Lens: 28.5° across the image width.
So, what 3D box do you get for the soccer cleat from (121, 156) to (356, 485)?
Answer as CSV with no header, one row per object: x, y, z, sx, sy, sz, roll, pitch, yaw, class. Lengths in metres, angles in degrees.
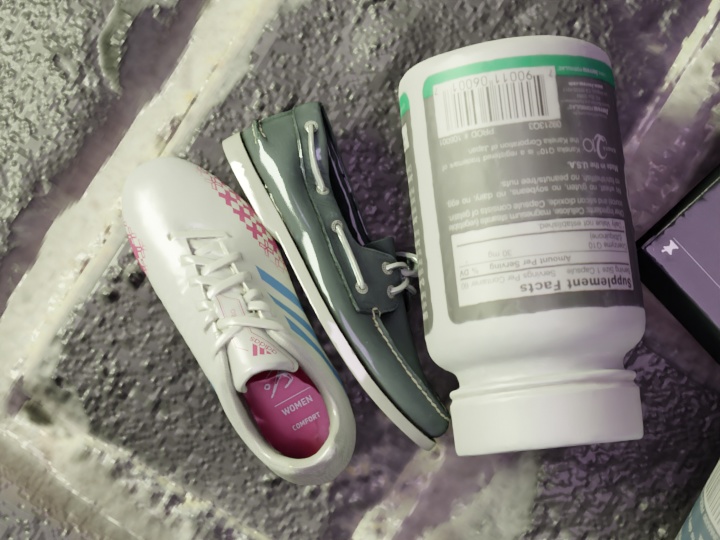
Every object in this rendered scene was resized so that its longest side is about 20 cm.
-0.062,0.022,0.746,0.070,0.086,0.200,-32,86,-1,soccer cleat

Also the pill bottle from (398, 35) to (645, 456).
0.084,-0.009,0.727,0.113,0.113,0.200,-6,83,1,pill bottle

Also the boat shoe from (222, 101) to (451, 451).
0.000,0.000,0.755,0.062,0.073,0.200,-32,81,3,boat shoe

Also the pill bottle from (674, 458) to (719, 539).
0.199,0.167,0.680,0.120,0.120,0.200,22,117,3,pill bottle

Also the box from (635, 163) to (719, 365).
0.259,0.017,0.745,0.141,0.079,0.200,-42,87,-4,box
